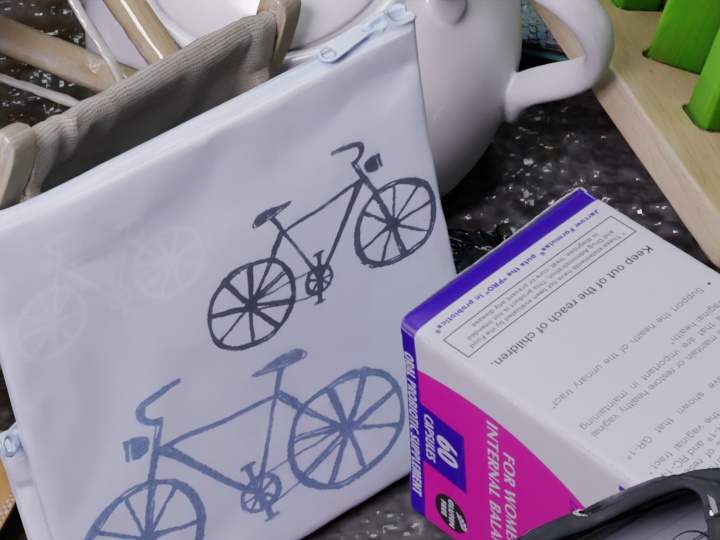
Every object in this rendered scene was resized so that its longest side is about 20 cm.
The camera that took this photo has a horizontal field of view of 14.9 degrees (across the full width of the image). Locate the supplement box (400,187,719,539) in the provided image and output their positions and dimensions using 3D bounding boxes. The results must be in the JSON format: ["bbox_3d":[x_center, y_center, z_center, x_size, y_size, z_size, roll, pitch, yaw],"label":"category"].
[{"bbox_3d":[0.118,0.075,0.974,0.103,0.102,0.200,-35,50,-30],"label":"supplement box"}]

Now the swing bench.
[{"bbox_3d":[-0.162,-0.082,1.008,0.200,0.130,0.199,40,32,11],"label":"swing bench"}]

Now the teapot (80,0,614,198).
[{"bbox_3d":[-0.025,-0.114,1.124,0.199,0.146,0.198,-25,64,-5],"label":"teapot"}]

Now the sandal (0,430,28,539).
[{"bbox_3d":[-0.161,0.088,1.015,0.199,0.055,0.082,-11,43,-8],"label":"sandal"}]

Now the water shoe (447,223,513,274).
[{"bbox_3d":[0.000,0.000,1.068,0.199,0.079,0.072,-14,15,-10],"label":"water shoe"}]

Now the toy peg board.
[{"bbox_3d":[0.201,-0.100,1.119,0.198,0.098,0.200,-1,39,-25],"label":"toy peg board"}]

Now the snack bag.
[{"bbox_3d":[-0.046,0.024,0.969,0.188,0.201,0.021,-29,40,-22],"label":"snack bag"}]

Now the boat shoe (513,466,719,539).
[{"bbox_3d":[0.053,0.123,0.883,0.199,0.066,0.075,-29,65,24],"label":"boat shoe"}]

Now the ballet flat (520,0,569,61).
[{"bbox_3d":[0.059,-0.135,1.227,0.199,0.075,0.074,12,45,16],"label":"ballet flat"}]
